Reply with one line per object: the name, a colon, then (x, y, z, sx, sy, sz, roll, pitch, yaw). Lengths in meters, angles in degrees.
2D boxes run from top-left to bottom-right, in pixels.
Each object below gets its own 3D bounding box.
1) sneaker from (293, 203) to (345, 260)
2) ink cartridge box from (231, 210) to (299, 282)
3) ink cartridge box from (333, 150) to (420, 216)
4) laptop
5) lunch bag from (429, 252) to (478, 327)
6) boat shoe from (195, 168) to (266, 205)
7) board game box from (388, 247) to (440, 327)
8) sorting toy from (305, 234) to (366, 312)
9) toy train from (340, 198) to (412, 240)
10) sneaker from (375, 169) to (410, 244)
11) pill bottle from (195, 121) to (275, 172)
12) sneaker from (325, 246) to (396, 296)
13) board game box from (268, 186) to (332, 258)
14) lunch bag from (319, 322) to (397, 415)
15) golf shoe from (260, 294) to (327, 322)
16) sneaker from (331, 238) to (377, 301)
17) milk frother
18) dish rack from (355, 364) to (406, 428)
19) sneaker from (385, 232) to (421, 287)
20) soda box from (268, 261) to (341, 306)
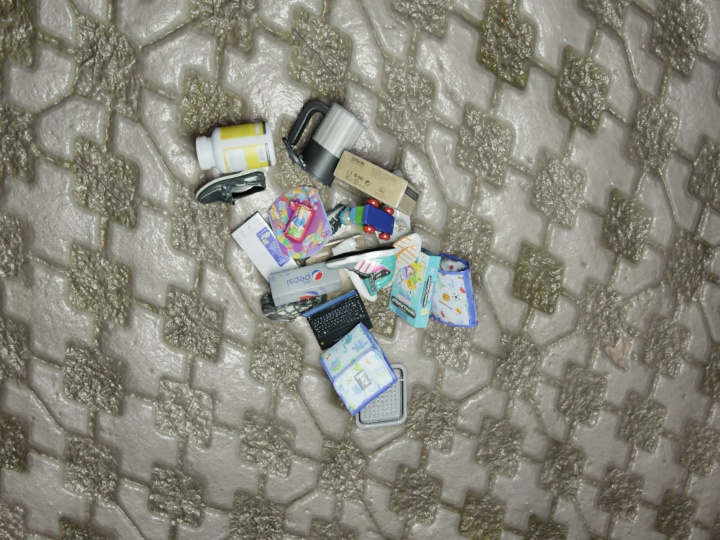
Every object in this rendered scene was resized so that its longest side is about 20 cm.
sneaker: (-0.123, -0.126, 1.598, 0.199, 0.078, 0.086, -43, 68, -14)
ink cartridge box: (-0.264, -0.055, 1.614, 0.098, 0.039, 0.203, -35, 106, 1)
ink cartridge box: (0.047, -0.228, 1.513, 0.196, 0.164, 0.077, 29, 98, 16)
laptop: (-0.065, 0.145, 1.647, 0.172, 0.104, 0.205, -23, 118, 1)
lunch bag: (0.262, 0.057, 1.642, 0.120, 0.199, 0.176, -19, 108, -20)
boat shoe: (-0.341, -0.208, 1.534, 0.193, 0.075, 0.068, -20, 72, -11)
board game box: (0.151, 0.037, 1.646, 0.045, 0.150, 0.208, 2, 106, -30)
sorting toy: (-0.060, 0.008, 1.670, 0.178, 0.037, 0.207, -14, 111, -5)
toy train: (0.042, -0.126, 1.565, 0.197, 0.113, 0.088, 19, 78, -48)
sneaker: (0.077, -0.174, 1.620, 0.111, 0.074, 0.208, -11, 108, -10)
pill bottle: (-0.322, -0.318, 1.494, 0.192, 0.112, 0.116, -9, 107, -7)
sneaker: (0.007, 0.010, 1.557, 0.192, 0.084, 0.126, -8, 101, 0)
board game box: (-0.169, -0.137, 1.549, 0.153, 0.039, 0.206, -22, 72, 3)
lunch bag: (-0.003, 0.286, 1.656, 0.168, 0.202, 0.128, -37, 144, 5)
golf shoe: (-0.186, 0.097, 1.651, 0.192, 0.080, 0.096, -7, 143, 2)
sneaker: (0.000, 0.000, 1.622, 0.079, 0.071, 0.203, -34, 111, 0)
milk frother: (-0.098, -0.339, 1.482, 0.177, 0.200, 0.191, 32, 98, -12)
dish rack: (0.060, 0.384, 1.785, 0.165, 0.044, 0.208, -5, 106, -9)
sneaker: (0.103, -0.042, 1.624, 0.077, 0.078, 0.200, 34, 126, -12)
soda box: (-0.153, 0.034, 1.591, 0.193, 0.064, 0.070, -14, 65, -8)
